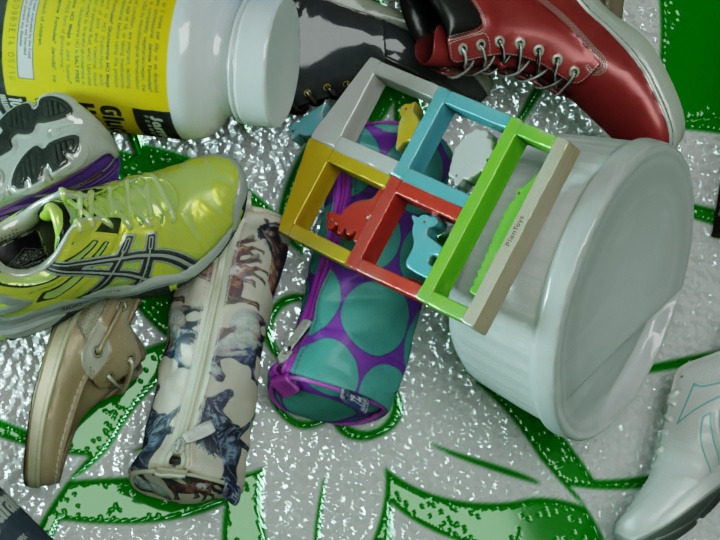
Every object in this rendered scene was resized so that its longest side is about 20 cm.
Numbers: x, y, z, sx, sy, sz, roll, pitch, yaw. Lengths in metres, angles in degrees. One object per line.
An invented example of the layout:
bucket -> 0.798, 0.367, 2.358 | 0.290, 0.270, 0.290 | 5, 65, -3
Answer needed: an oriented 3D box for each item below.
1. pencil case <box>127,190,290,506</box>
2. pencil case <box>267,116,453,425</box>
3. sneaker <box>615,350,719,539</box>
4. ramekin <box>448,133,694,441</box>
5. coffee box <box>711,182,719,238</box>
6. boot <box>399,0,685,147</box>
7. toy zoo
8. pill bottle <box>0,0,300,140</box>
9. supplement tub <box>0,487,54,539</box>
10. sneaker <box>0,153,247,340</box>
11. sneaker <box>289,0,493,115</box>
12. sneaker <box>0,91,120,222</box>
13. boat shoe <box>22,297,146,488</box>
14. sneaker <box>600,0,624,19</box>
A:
pencil case -> -0.098, 0.052, 1.363 | 0.077, 0.089, 0.202 | 12, 76, -6
pencil case -> 0.000, 0.000, 1.395 | 0.092, 0.085, 0.202 | 26, 71, -37
sneaker -> 0.235, 0.114, 1.435 | 0.080, 0.071, 0.200 | 41, 71, 15
ramekin -> 0.136, 0.003, 1.372 | 0.094, 0.203, 0.204 | 18, 72, 28
coffee box -> 0.318, -0.122, 1.470 | 0.079, 0.114, 0.202 | 13, 77, -9
boot -> 0.116, -0.133, 1.390 | 0.144, 0.072, 0.200 | -33, 80, -36
toy zoo -> 0.030, -0.056, 1.330 | 0.199, 0.020, 0.132 | 25, 86, 35
pill bottle -> -0.145, -0.145, 1.351 | 0.198, 0.112, 0.114 | 7, 76, 13
supplement tub -> -0.276, 0.178, 1.275 | 0.200, 0.140, 0.140 | 44, 74, 0
sneaker -> -0.160, -0.021, 1.307 | 0.199, 0.077, 0.076 | -27, 64, -12
sneaker -> -0.014, -0.133, 1.436 | 0.198, 0.075, 0.107 | 24, 86, -4
sneaker -> -0.245, -0.042, 1.344 | 0.198, 0.083, 0.081 | -17, 61, 15
boat shoe -> -0.171, 0.050, 1.360 | 0.064, 0.072, 0.202 | 17, 70, -6
sneaker -> 0.147, -0.258, 1.486 | 0.075, 0.070, 0.202 | 1, 78, -10
